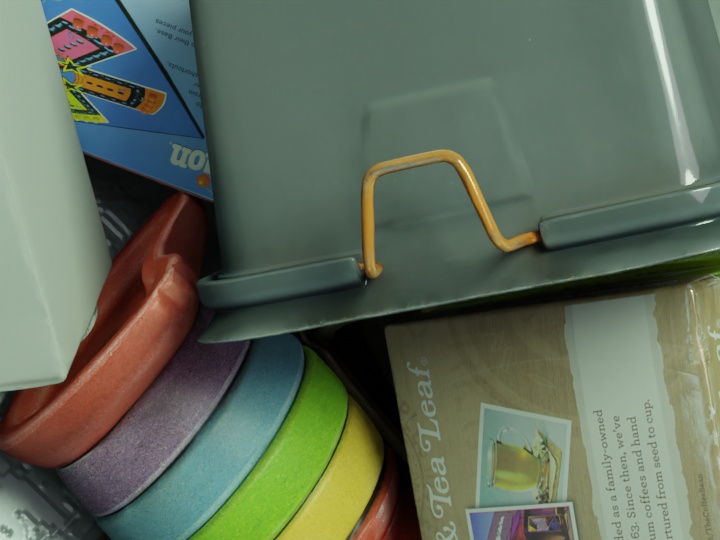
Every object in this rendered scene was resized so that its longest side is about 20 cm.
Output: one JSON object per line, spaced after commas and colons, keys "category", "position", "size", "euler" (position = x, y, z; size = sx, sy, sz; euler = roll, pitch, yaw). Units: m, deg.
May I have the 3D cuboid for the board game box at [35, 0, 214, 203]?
{"category": "board game box", "position": [-0.075, -0.086, 0.799], "size": [0.198, 0.019, 0.104], "euler": [21, 112, -6]}

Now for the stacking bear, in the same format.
{"category": "stacking bear", "position": [-0.031, 0.084, 0.824], "size": [0.200, 0.122, 0.114], "euler": [40, 105, -15]}

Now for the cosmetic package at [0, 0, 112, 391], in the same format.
{"category": "cosmetic package", "position": [-0.151, -0.065, 0.749], "size": [0.073, 0.102, 0.202], "euler": [-8, 112, 8]}

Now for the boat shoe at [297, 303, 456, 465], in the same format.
{"category": "boat shoe", "position": [0.000, 0.000, 0.866], "size": [0.201, 0.071, 0.065], "euler": [53, 26, -7]}

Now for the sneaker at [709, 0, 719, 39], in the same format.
{"category": "sneaker", "position": [0.153, -0.154, 0.961], "size": [0.198, 0.115, 0.076], "euler": [15, 68, -20]}

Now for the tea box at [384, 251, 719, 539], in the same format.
{"category": "tea box", "position": [0.127, 0.097, 0.819], "size": [0.196, 0.133, 0.202], "euler": [-15, 95, -55]}

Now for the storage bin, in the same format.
{"category": "storage bin", "position": [0.031, -0.062, 0.708], "size": [0.145, 0.198, 0.136], "euler": [-25, 103, -70]}
